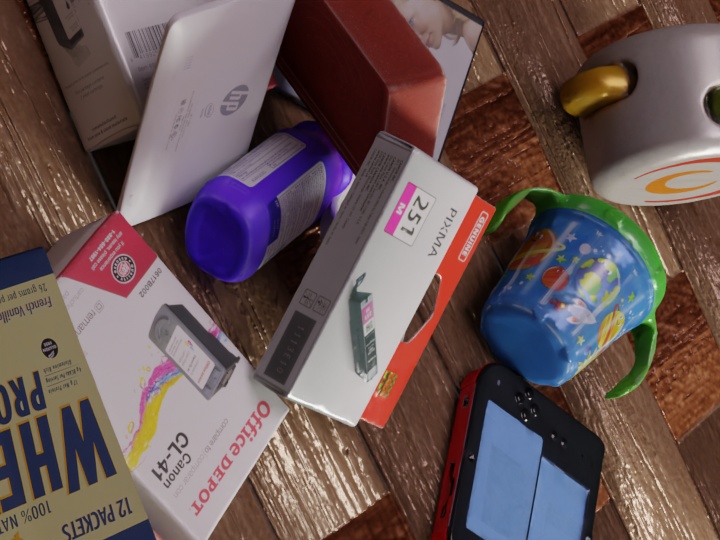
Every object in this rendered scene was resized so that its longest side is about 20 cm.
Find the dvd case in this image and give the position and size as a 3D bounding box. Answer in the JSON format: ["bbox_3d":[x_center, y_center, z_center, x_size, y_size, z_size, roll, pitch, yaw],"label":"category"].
[{"bbox_3d":[0.011,-0.187,1.648,0.199,0.018,0.144,25,80,-35],"label":"dvd case"}]

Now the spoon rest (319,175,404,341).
[{"bbox_3d":[0.000,0.000,1.561,0.060,0.100,0.201,11,50,-16],"label":"spoon rest"}]

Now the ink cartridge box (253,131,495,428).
[{"bbox_3d":[0.027,0.020,1.439,0.173,0.043,0.201,27,90,-51],"label":"ink cartridge box"}]

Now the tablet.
[{"bbox_3d":[-0.111,-0.122,1.423,0.130,0.201,0.014,-27,61,-40],"label":"tablet"}]

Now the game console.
[{"bbox_3d":[0.138,0.195,1.647,0.176,0.031,0.201,34,54,-30],"label":"game console"}]

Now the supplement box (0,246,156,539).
[{"bbox_3d":[-0.259,0.119,1.176,0.134,0.199,0.201,-21,89,-46],"label":"supplement box"}]

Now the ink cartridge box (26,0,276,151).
[{"bbox_3d":[-0.170,-0.207,1.470,0.145,0.085,0.201,-21,91,-46],"label":"ink cartridge box"}]

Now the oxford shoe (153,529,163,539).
[{"bbox_3d":[-0.160,0.225,1.325,0.200,0.071,0.074,50,51,-16],"label":"oxford shoe"}]

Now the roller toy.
[{"bbox_3d":[0.293,-0.149,1.821,0.182,0.199,0.141,43,37,-72],"label":"roller toy"}]

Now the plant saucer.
[{"bbox_3d":[-0.013,-0.156,1.459,0.037,0.200,0.200,-28,67,-18],"label":"plant saucer"}]

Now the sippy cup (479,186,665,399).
[{"bbox_3d":[0.175,0.026,1.686,0.177,0.140,0.130,32,56,18],"label":"sippy cup"}]

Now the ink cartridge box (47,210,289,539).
[{"bbox_3d":[-0.164,0.083,1.364,0.200,0.085,0.148,49,47,-17],"label":"ink cartridge box"}]

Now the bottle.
[{"bbox_3d":[-0.058,-0.067,1.522,0.065,0.084,0.200,30,40,15],"label":"bottle"}]
